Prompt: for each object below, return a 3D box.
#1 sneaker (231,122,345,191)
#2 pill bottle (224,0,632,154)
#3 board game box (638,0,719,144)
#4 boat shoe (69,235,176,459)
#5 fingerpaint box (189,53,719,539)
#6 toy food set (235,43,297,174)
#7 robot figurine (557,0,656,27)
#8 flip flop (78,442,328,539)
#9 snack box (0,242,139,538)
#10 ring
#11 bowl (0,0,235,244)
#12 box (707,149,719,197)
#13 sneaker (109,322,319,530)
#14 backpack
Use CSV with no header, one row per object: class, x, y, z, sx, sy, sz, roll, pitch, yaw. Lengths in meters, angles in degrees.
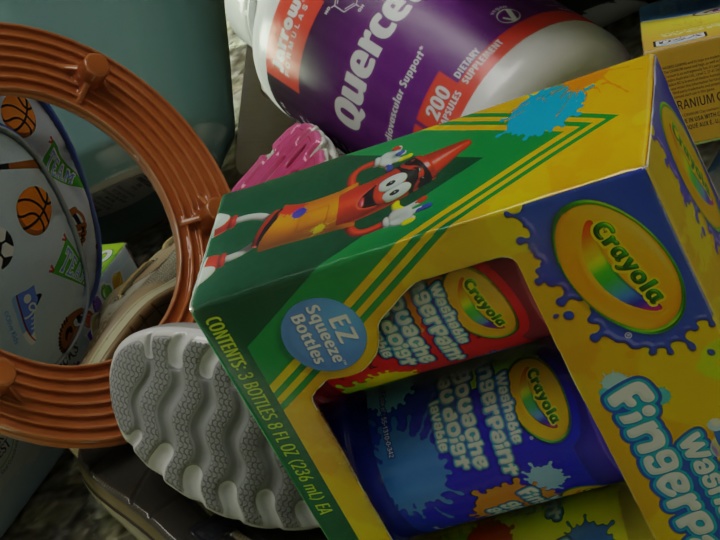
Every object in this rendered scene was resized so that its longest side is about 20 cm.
sneaker,0.000,0.000,1.129,0.074,0.087,0.200,-51,30,3
pill bottle,0.027,-0.098,1.175,0.112,0.113,0.200,-40,51,-19
board game box,0.194,-0.099,1.056,0.152,0.041,0.200,-12,9,7
boat shoe,-0.090,0.031,1.178,0.065,0.072,0.200,-15,25,34
fingerpaint box,0.062,0.047,0.874,0.166,0.200,0.073,-17,31,20
toy food set,-0.039,-0.162,1.353,0.060,0.144,0.200,10,36,2
robot figurine,0.094,-0.175,1.291,0.199,0.125,0.151,-26,58,6
flip flop,-0.050,0.110,1.029,0.081,0.058,0.200,-24,40,-26
snack box,-0.203,0.071,1.228,0.142,0.053,0.200,-2,38,37
ring,-0.132,-0.021,1.056,0.019,0.200,0.201,-43,10,47
bowl,-0.145,-0.076,1.311,0.200,0.105,0.201,-24,-11,-5
box,0.181,-0.004,1.008,0.121,0.048,0.200,-4,36,37
sneaker,-0.001,0.061,1.006,0.199,0.075,0.082,13,20,3
backpack,-0.209,-0.010,1.128,0.154,0.201,0.191,8,39,38
